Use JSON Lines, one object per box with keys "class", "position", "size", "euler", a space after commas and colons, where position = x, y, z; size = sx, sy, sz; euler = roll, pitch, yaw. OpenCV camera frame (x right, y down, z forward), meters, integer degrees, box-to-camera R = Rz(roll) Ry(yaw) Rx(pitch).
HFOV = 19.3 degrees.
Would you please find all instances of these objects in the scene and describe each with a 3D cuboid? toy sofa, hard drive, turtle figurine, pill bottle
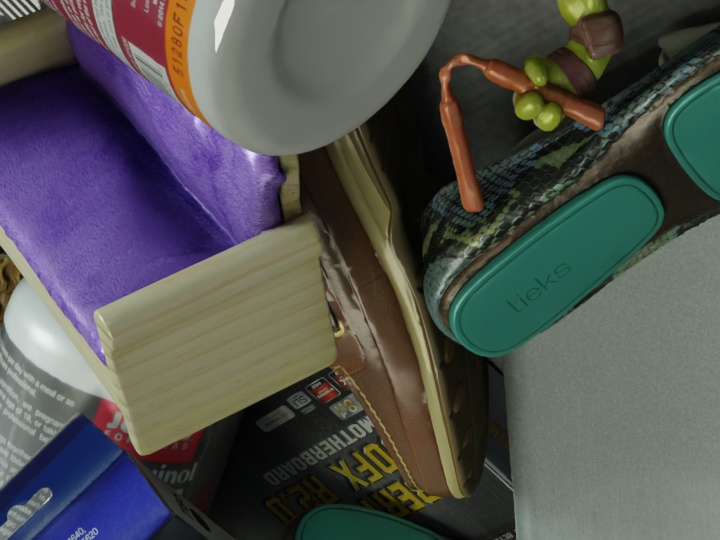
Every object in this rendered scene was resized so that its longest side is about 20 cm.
{"class": "toy sofa", "position": [-0.092, -0.036, 0.764], "size": [0.200, 0.082, 0.098], "euler": [46, 154, 46]}
{"class": "hard drive", "position": [0.127, 0.055, 0.830], "size": [0.139, 0.033, 0.201], "euler": [4, 120, 18]}
{"class": "turtle figurine", "position": [0.097, -0.110, 0.683], "size": [0.160, 0.064, 0.202], "euler": [11, 105, 25]}
{"class": "pill bottle", "position": [-0.108, 0.063, 0.905], "size": [0.110, 0.111, 0.201], "euler": [22, 110, 7]}
{"class": "pill bottle", "position": [-0.070, -0.130, 0.692], "size": [0.200, 0.109, 0.110], "euler": [37, 145, 31]}

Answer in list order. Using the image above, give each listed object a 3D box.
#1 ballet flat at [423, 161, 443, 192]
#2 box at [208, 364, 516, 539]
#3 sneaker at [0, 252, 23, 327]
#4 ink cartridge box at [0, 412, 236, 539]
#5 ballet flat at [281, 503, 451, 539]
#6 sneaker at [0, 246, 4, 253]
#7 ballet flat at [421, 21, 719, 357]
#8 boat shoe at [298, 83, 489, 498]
{"class": "ballet flat", "position": [-0.023, -0.051, 0.834], "size": [0.067, 0.046, 0.200], "euler": [-14, 123, 38]}
{"class": "box", "position": [0.000, 0.104, 0.971], "size": [0.158, 0.048, 0.200], "euler": [43, 136, -15]}
{"class": "sneaker", "position": [-0.193, 0.009, 0.977], "size": [0.199, 0.090, 0.075], "euler": [16, 103, -16]}
{"class": "ink cartridge box", "position": [-0.083, 0.151, 0.875], "size": [0.200, 0.099, 0.039], "euler": [44, -177, -37]}
{"class": "ballet flat", "position": [0.053, 0.167, 0.923], "size": [0.199, 0.068, 0.067], "euler": [25, 146, 5]}
{"class": "sneaker", "position": [-0.199, -0.014, 0.893], "size": [0.079, 0.200, 0.075], "euler": [47, 176, -5]}
{"class": "ballet flat", "position": [0.103, -0.048, 0.744], "size": [0.199, 0.074, 0.074], "euler": [-30, 117, 9]}
{"class": "boat shoe", "position": [0.000, 0.000, 0.806], "size": [0.067, 0.072, 0.201], "euler": [-9, 118, 20]}
